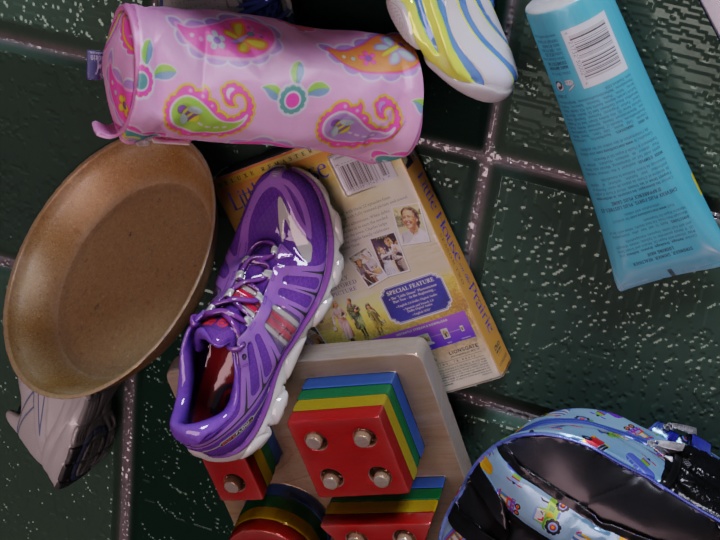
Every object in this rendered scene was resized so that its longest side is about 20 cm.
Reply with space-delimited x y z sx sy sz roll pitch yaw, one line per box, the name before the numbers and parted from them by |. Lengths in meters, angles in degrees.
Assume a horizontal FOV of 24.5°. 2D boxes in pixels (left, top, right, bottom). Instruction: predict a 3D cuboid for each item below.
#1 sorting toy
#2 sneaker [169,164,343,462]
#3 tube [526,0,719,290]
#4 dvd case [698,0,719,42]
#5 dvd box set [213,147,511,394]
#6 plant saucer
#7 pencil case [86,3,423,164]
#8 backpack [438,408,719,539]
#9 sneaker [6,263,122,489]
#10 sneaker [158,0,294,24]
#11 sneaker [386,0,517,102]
sorting toy | -0.025 0.153 1.176 0.198 0.070 0.200 -6 124 23
sneaker | -0.071 0.027 1.083 0.080 0.083 0.202 13 84 24
tube | 0.163 -0.081 1.028 0.077 0.050 0.202 -13 113 30
dvd case | 0.266 -0.185 0.959 0.149 0.025 0.201 -25 102 28
dvd box set | 0.000 0.000 1.143 0.145 0.029 0.202 -19 106 28
plant saucer | -0.165 0.001 1.145 0.199 0.202 0.035 -23 142 29
pencil case | -0.061 -0.111 1.004 0.198 0.088 0.088 2 121 -23
backpack | 0.160 0.178 1.101 0.198 0.135 0.184 29 121 6
sneaker | -0.217 0.070 1.241 0.087 0.074 0.201 35 119 16
sneaker | -0.078 -0.202 1.029 0.115 0.080 0.202 4 119 54
sneaker | 0.055 -0.203 1.004 0.105 0.076 0.201 -32 98 29
